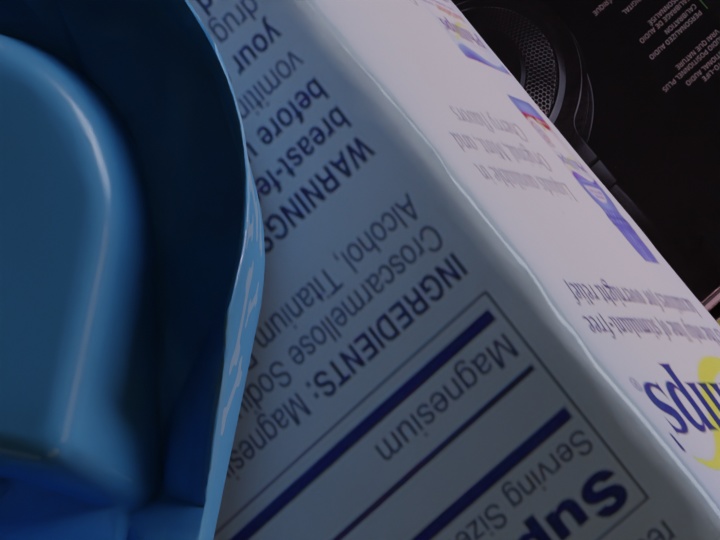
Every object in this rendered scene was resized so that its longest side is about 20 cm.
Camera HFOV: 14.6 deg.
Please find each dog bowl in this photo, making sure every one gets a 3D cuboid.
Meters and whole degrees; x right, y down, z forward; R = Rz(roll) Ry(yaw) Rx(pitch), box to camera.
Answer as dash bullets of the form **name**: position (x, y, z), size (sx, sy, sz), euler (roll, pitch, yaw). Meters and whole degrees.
- **dog bowl**: position (-0.074, 0.039, 0.465), size (0.111, 0.201, 0.050), euler (9, -7, 15)

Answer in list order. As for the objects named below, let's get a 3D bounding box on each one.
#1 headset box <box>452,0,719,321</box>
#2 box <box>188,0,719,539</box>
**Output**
- **headset box**: position (0.077, -0.050, 1.056), size (0.200, 0.174, 0.093), euler (51, 16, 8)
- **box**: position (-0.027, 0.049, 0.540), size (0.200, 0.184, 0.105), euler (53, 15, 17)
